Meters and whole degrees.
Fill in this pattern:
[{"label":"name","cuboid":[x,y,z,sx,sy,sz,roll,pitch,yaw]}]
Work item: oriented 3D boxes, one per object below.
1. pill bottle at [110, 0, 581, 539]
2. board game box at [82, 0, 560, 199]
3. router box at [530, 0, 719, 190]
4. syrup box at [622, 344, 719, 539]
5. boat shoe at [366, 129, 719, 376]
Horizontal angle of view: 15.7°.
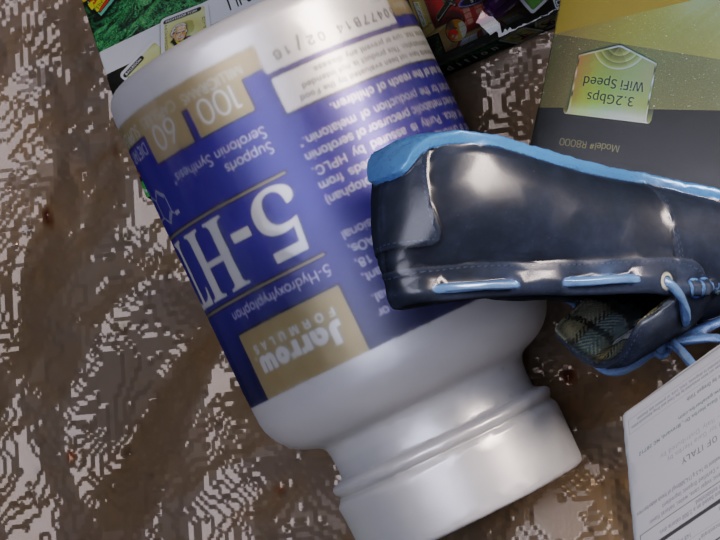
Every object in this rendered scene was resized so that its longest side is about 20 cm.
[{"label":"pill bottle","cuboid":[0.000,0.000,0.973,0.120,0.120,0.200,-27,87,16]},{"label":"board game box","cuboid":[-0.014,-0.113,1.051,0.200,0.023,0.105,-24,74,17]},{"label":"router box","cuboid":[0.174,-0.094,0.951,0.200,0.052,0.158,8,80,22]},{"label":"syrup box","cuboid":[0.143,0.113,0.834,0.081,0.079,0.200,-38,30,27]},{"label":"boat shoe","cuboid":[0.085,0.004,0.923,0.084,0.200,0.069,-23,60,62]}]
